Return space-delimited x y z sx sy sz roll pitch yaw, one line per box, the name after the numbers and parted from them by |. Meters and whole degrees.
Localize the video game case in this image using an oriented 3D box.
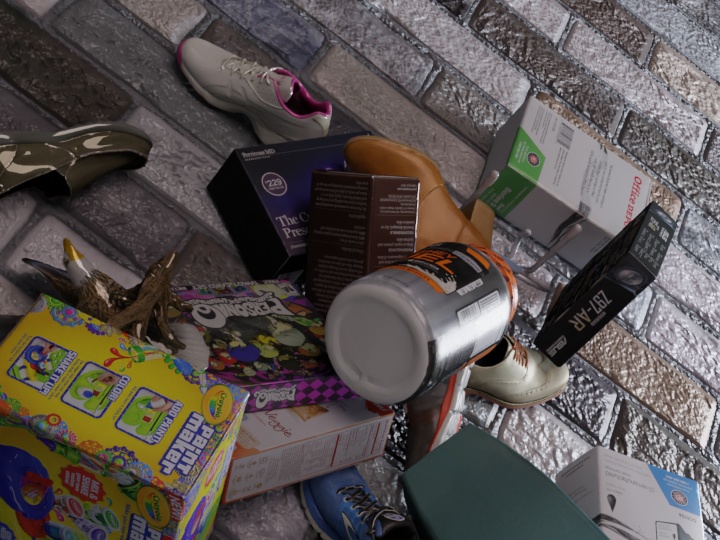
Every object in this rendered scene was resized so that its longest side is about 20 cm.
-0.119 0.071 1.405 0.199 0.036 0.181 -4 33 -31 | video game case

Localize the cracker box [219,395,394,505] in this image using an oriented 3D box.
-0.085 0.141 1.389 0.199 0.058 0.134 -11 36 -40 | cracker box

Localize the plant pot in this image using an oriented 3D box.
0.136 0.260 1.408 0.141 0.141 0.200 -34 66 -12 | plant pot

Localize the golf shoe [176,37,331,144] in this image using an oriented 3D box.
-0.116 -0.210 1.646 0.200 0.092 0.075 36 46 -5 | golf shoe

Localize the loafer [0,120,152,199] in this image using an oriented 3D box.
-0.299 -0.103 1.458 0.199 0.075 0.070 -9 75 -34 | loafer

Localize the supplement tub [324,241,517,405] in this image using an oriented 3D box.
0.065 0.044 1.390 0.123 0.123 0.200 52 34 9 | supplement tub

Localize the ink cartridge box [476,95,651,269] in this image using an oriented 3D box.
0.259 -0.103 1.832 0.199 0.084 0.146 33 45 -10 | ink cartridge box

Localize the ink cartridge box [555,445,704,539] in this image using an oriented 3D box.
0.291 0.309 1.547 0.146 0.086 0.201 21 47 -21 | ink cartridge box

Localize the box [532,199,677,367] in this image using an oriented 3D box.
0.286 0.012 1.677 0.044 0.160 0.200 43 26 0 | box

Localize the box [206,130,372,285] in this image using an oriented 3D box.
-0.048 -0.069 1.598 0.199 0.079 0.142 -13 64 -41 | box

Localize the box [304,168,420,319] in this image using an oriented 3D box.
0.000 0.000 1.489 0.075 0.100 0.202 1 96 -42 | box

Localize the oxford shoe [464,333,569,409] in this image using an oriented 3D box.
0.163 0.107 1.614 0.199 0.074 0.071 5 56 -33 | oxford shoe

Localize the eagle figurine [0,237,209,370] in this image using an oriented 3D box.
-0.244 0.040 1.314 0.151 0.199 0.152 7 71 -48 | eagle figurine

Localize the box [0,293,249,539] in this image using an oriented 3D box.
-0.214 0.159 1.187 0.192 0.201 0.122 24 45 7 | box

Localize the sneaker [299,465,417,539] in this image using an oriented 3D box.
0.014 0.245 1.393 0.078 0.089 0.201 -13 60 -41 | sneaker

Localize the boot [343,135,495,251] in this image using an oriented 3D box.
0.055 -0.047 1.554 0.200 0.071 0.145 30 51 -12 | boot

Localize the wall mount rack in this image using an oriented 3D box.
0.159 -0.051 1.671 0.199 0.174 0.075 30 85 -13 | wall mount rack

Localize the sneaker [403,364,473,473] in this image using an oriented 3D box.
0.068 0.127 1.518 0.081 0.077 0.201 14 76 13 | sneaker
